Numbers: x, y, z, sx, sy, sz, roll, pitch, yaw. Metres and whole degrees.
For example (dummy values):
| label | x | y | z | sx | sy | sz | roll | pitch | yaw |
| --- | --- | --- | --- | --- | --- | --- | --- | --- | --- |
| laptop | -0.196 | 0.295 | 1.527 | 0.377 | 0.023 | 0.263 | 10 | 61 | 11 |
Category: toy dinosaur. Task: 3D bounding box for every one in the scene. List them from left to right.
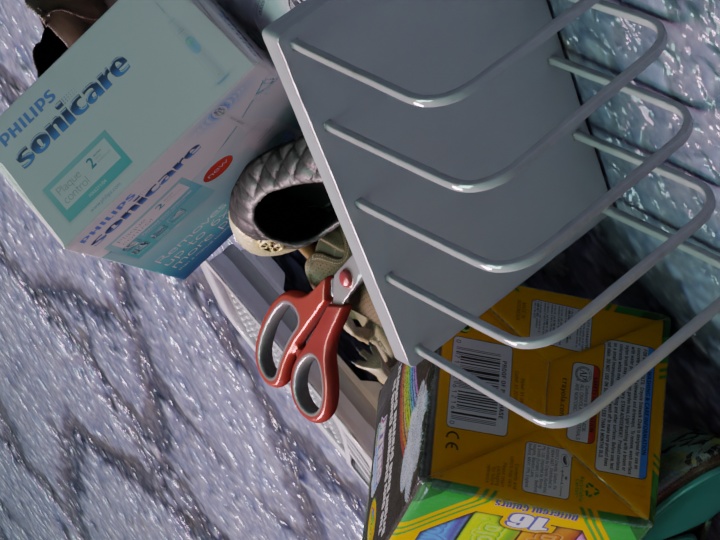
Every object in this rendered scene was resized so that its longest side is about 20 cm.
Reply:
| label | x | y | z | sx | sy | sz | roll | pitch | yaw |
| --- | --- | --- | --- | --- | --- | --- | --- | --- | --- |
| toy dinosaur | 0.031 | 0.059 | 1.600 | 0.200 | 0.058 | 0.101 | 52 | 178 | 32 |

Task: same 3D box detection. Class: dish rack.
| label | x | y | z | sx | sy | sz | roll | pitch | yaw |
| --- | --- | --- | --- | --- | --- | --- | --- | --- | --- |
| dish rack | -0.030 | 0.068 | 1.720 | 0.200 | 0.044 | 0.172 | 48 | 173 | 16 |

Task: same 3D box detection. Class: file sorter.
| label | x | y | z | sx | sy | sz | roll | pitch | yaw |
| --- | --- | --- | --- | --- | --- | --- | --- | --- | --- |
| file sorter | 0.073 | -0.051 | 1.141 | 0.125 | 0.139 | 0.200 | 28 | 149 | 48 |

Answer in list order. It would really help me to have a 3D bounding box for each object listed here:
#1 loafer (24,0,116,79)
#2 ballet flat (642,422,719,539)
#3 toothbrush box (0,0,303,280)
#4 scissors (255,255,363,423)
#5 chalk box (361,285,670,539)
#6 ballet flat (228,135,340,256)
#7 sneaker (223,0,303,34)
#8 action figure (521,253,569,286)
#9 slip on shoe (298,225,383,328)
| label | x | y | z | sx | sy | sz | roll | pitch | yaw |
| --- | --- | --- | --- | --- | --- | --- | --- | --- | --- |
| loafer | -0.196 | -0.145 | 1.737 | 0.073 | 0.071 | 0.200 | 41 | 157 | 34 |
| ballet flat | 0.159 | 0.121 | 1.354 | 0.074 | 0.074 | 0.200 | 48 | 157 | 19 |
| toothbrush box | -0.104 | -0.080 | 1.399 | 0.085 | 0.146 | 0.200 | 49 | -173 | 15 |
| scissors | -0.015 | 0.006 | 1.400 | 0.073 | 0.014 | 0.200 | 53 | 139 | 31 |
| chalk box | 0.074 | 0.107 | 1.328 | 0.124 | 0.125 | 0.200 | 11 | 152 | -7 |
| ballet flat | -0.023 | -0.041 | 1.362 | 0.200 | 0.066 | 0.057 | 147 | 127 | -59 |
| sneaker | -0.033 | -0.168 | 1.290 | 0.115 | 0.075 | 0.200 | 43 | 162 | 24 |
| action figure | 0.070 | -0.015 | 1.342 | 0.118 | 0.055 | 0.200 | 50 | 165 | 19 |
| slip on shoe | 0.000 | 0.000 | 1.442 | 0.200 | 0.061 | 0.076 | -119 | 8 | -46 |
